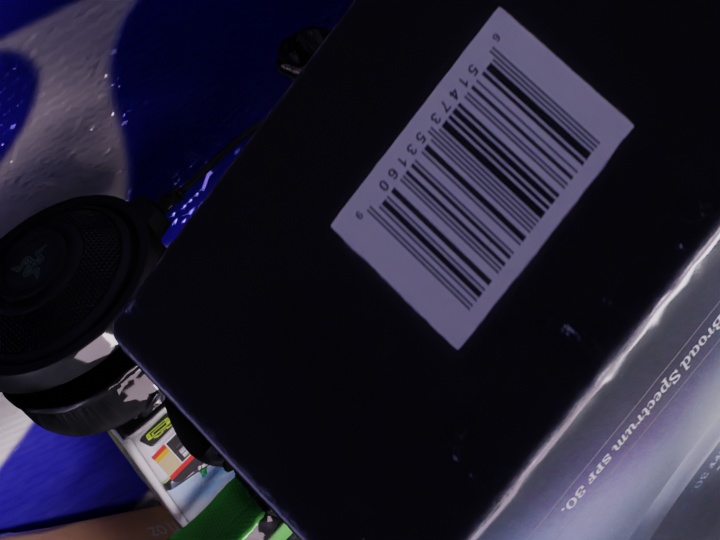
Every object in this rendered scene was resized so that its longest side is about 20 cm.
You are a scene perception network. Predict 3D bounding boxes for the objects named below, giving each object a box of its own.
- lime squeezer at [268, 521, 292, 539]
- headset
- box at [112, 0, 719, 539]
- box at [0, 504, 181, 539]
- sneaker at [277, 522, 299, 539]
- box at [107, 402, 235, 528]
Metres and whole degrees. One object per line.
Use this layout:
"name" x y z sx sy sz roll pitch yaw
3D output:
"lime squeezer" 0.001 0.027 0.907 0.070 0.038 0.201 -14 132 -33
"headset" -0.049 0.024 0.821 0.123 0.094 0.201 16 108 -36
"box" 0.079 -0.010 0.753 0.200 0.123 0.198 -52 152 12
"box" -0.049 0.188 0.992 0.152 0.200 0.107 -8 138 -54
"sneaker" 0.032 0.139 0.964 0.070 0.201 0.080 -31 165 19
"box" 0.000 0.000 0.962 0.200 0.035 0.110 -40 156 -7
